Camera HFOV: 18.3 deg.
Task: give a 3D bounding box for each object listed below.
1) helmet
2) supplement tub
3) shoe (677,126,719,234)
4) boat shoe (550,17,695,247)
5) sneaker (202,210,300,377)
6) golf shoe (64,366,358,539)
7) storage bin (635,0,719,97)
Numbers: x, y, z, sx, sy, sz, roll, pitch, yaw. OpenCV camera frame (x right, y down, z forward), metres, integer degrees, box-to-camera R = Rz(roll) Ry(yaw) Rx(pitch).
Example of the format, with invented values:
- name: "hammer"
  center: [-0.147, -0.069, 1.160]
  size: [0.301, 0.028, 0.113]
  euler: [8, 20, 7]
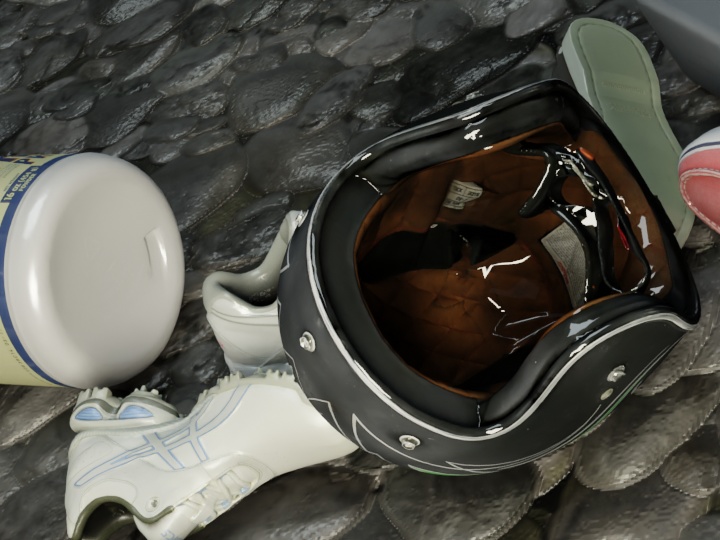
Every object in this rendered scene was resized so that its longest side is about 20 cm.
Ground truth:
- name: "helmet"
  center: [0.057, 0.012, 1.136]
  size: [0.190, 0.200, 0.200]
  euler: [-31, 31, 17]
- name: "supplement tub"
  center: [-0.227, 0.000, 1.410]
  size: [0.200, 0.145, 0.145]
  euler: [1, 43, 37]
- name: "shoe"
  center: [0.220, -0.013, 1.156]
  size: [0.091, 0.072, 0.200]
  euler: [-38, 38, -23]
- name: "boat shoe"
  center: [0.145, -0.061, 1.294]
  size: [0.072, 0.061, 0.201]
  euler: [13, 42, -16]
- name: "sneaker"
  center: [0.000, 0.000, 1.280]
  size: [0.200, 0.099, 0.078]
  euler: [-27, 33, 3]
- name: "golf shoe"
  center: [-0.080, 0.113, 1.234]
  size: [0.200, 0.078, 0.097]
  euler: [-11, 54, 35]
- name: "storage bin"
  center: [0.254, -0.163, 1.288]
  size: [0.134, 0.146, 0.200]
  euler: [-43, 34, -3]
